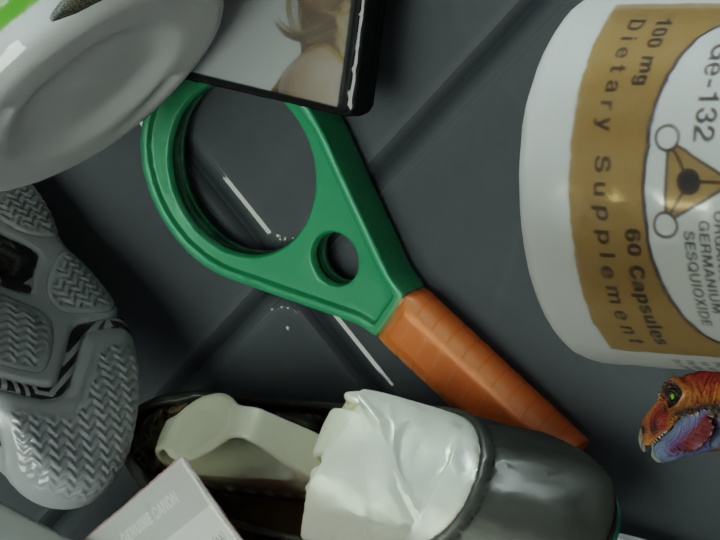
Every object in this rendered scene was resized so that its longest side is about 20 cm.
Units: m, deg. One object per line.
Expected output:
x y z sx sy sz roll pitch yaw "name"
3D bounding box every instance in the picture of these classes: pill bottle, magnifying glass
0.155 -0.025 0.708 0.199 0.114 0.115 3 105 31 "pill bottle"
0.000 0.000 0.871 0.200 0.022 0.080 44 122 16 "magnifying glass"
-0.143 -0.136 0.830 0.111 0.111 0.201 -45 73 33 "pill bottle"

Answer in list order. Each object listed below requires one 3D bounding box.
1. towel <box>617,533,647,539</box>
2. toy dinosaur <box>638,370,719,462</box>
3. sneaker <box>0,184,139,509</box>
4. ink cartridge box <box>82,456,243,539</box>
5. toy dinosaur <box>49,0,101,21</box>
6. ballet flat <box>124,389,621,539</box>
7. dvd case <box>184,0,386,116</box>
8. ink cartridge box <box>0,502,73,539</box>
0.068 0.184 0.873 0.145 0.030 0.202 10 109 30 "towel"
0.132 0.124 0.778 0.105 0.199 0.183 25 105 56 "toy dinosaur"
-0.153 0.030 0.924 0.200 0.075 0.115 57 132 32 "sneaker"
-0.038 0.161 0.884 0.177 0.045 0.200 56 145 5 "ink cartridge box"
-0.059 -0.140 0.769 0.102 0.200 0.077 44 148 -10 "toy dinosaur"
-0.008 0.073 0.842 0.199 0.068 0.068 0 61 41 "ballet flat"
-0.047 -0.164 0.842 0.142 0.018 0.202 15 106 28 "dvd case"
-0.081 0.184 0.843 0.199 0.084 0.145 19 130 42 "ink cartridge box"
